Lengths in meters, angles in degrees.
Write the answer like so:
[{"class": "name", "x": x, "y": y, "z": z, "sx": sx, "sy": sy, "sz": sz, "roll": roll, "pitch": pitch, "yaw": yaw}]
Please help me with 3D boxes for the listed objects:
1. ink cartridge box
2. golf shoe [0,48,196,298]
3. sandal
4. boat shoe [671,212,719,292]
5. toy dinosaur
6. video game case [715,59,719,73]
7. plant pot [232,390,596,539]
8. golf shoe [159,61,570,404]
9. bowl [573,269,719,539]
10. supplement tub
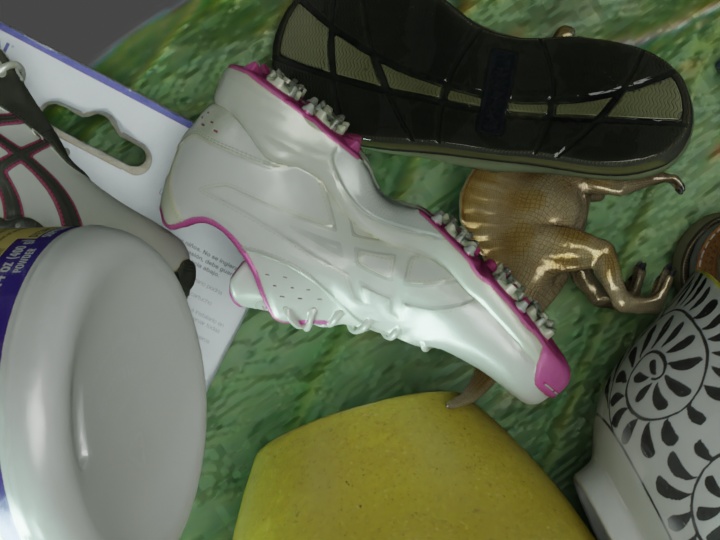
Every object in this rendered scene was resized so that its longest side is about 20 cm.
[{"class": "ink cartridge box", "x": -0.154, "y": 0.004, "z": 1.110, "sx": 0.195, "sy": 0.043, "sz": 0.201, "roll": 27, "pitch": 89, "yaw": -8}, {"class": "golf shoe", "x": -0.154, "y": -0.050, "z": 1.051, "sx": 0.199, "sy": 0.077, "sz": 0.089, "roll": 25, "pitch": 81, "yaw": -9}, {"class": "sandal", "x": 0.052, "y": -0.075, "z": 1.102, "sx": 0.200, "sy": 0.057, "sz": 0.080, "roll": 17, "pitch": 75, "yaw": 15}, {"class": "boat shoe", "x": 0.239, "y": 0.043, "z": 1.153, "sx": 0.199, "sy": 0.068, "sz": 0.075, "roll": 30, "pitch": 88, "yaw": -13}, {"class": "toy dinosaur", "x": 0.090, "y": -0.009, "z": 1.127, "sx": 0.100, "sy": 0.058, "sz": 0.201, "roll": 19, "pitch": 67, "yaw": -10}, {"class": "video game case", "x": 0.302, "y": -0.102, "z": 1.161, "sx": 0.200, "sy": 0.045, "sz": 0.181, "roll": -45, "pitch": 100, "yaw": -2}, {"class": "plant pot", "x": 0.020, "y": 0.137, "z": 1.087, "sx": 0.198, "sy": 0.200, "sz": 0.143, "roll": -14, "pitch": 75, "yaw": -6}, {"class": "golf shoe", "x": 0.000, "y": 0.000, "z": 1.050, "sx": 0.200, "sy": 0.075, "sz": 0.092, "roll": 41, "pitch": 93, "yaw": 8}, {"class": "bowl", "x": 0.155, "y": 0.111, "z": 1.085, "sx": 0.094, "sy": 0.201, "sz": 0.202, "roll": -27, "pitch": 98, "yaw": -1}, {"class": "supplement tub", "x": -0.178, "y": 0.056, "z": 0.988, "sx": 0.198, "sy": 0.145, "sz": 0.147, "roll": -1, "pitch": 96, "yaw": 22}]
